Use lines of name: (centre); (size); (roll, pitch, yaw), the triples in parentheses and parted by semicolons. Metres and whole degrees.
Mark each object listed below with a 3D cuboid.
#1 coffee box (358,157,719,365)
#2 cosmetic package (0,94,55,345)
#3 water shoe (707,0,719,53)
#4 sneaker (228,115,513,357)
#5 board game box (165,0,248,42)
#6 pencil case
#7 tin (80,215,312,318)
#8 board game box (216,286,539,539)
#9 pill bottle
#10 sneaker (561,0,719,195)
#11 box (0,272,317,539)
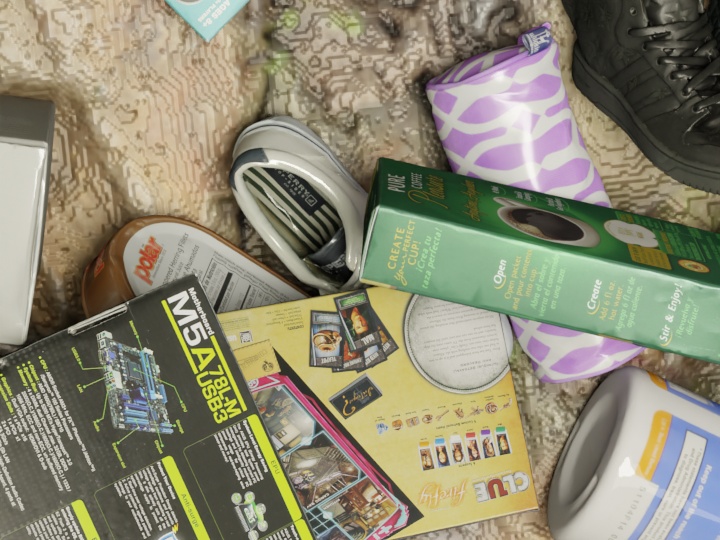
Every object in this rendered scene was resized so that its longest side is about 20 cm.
coffee box: (0.099, -0.007, 1.189); (0.199, 0.123, 0.044); (13, 106, -4)
cosmetic package: (-0.206, -0.034, 1.197); (0.090, 0.200, 0.107); (6, 101, -5)
water shoe: (0.238, -0.140, 1.287); (0.079, 0.072, 0.201); (10, 100, -12)
sneaker: (0.000, 0.000, 1.278); (0.200, 0.071, 0.073); (40, 117, -5)
board game box: (-0.103, -0.249, 1.248); (0.200, 0.047, 0.151); (44, 93, -10)
pencil case: (0.105, -0.036, 1.289); (0.085, 0.084, 0.201); (-30, 105, -44)
tin: (-0.061, 0.043, 1.266); (0.200, 0.112, 0.042); (33, 121, -10)
board game box: (-0.014, 0.081, 1.207); (0.199, 0.035, 0.136); (-9, 84, -19)
pill bottle: (0.217, 0.143, 1.309); (0.199, 0.112, 0.112); (25, 96, -9)
sneaker: (0.163, -0.127, 1.239); (0.060, 0.200, 0.105); (-15, 127, -26)
box: (-0.125, 0.128, 1.109); (0.193, 0.047, 0.201); (-25, 90, -31)
